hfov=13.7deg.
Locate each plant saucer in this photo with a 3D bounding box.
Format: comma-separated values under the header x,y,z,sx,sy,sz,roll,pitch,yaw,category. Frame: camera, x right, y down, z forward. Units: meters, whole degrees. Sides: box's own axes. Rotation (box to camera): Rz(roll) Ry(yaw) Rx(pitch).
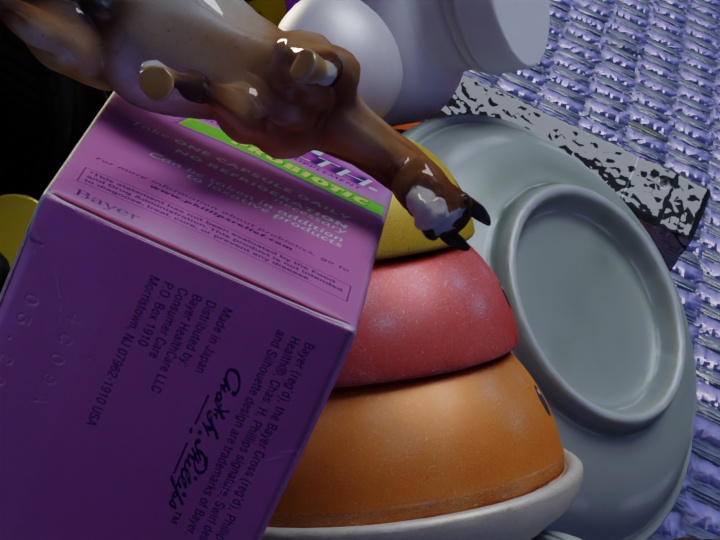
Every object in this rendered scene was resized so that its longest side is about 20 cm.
x,y,z,sx,sy,sz,roll,pitch,yaw,category
0.082,0.021,1.239,0.200,0.050,0.200,23,54,-37,plant saucer

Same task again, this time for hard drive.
x,y,z,sx,sy,sz,roll,pitch,yaw,category
0.058,-0.039,1.472,0.200,0.038,0.140,26,-27,-1,hard drive

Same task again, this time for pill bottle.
x,y,z,sx,sy,sz,roll,pitch,yaw,category
-0.024,-0.109,1.296,0.200,0.104,0.104,-8,4,23,pill bottle

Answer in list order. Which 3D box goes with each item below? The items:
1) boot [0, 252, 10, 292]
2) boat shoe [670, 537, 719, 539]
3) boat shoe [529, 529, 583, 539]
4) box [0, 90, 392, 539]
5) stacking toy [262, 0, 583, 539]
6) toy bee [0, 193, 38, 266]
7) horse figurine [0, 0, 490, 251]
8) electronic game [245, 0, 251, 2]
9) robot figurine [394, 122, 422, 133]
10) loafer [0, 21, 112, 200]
x,y,z,sx,sy,sz,roll,pitch,yaw,category
-0.181,-0.041,1.023,0.158,0.211,0.079,26,-10,16,boot
0.136,0.137,1.161,0.072,0.072,0.200,-1,7,43,boat shoe
0.062,0.143,1.003,0.071,0.070,0.201,22,19,-25,boat shoe
-0.070,0.046,0.924,0.097,0.176,0.200,24,16,-3,box
0.000,0.000,1.074,0.146,0.200,0.146,-6,9,1,stacking toy
-0.090,-0.004,1.169,0.131,0.109,0.200,15,19,-25,toy bee
-0.063,-0.066,0.870,0.200,0.050,0.133,22,3,17,horse figurine
-0.057,-0.161,1.254,0.200,0.042,0.200,-8,32,5,electronic game
0.043,0.000,1.335,0.117,0.144,0.200,0,-6,44,robot figurine
-0.129,-0.076,1.207,0.073,0.071,0.200,34,-23,9,loafer
